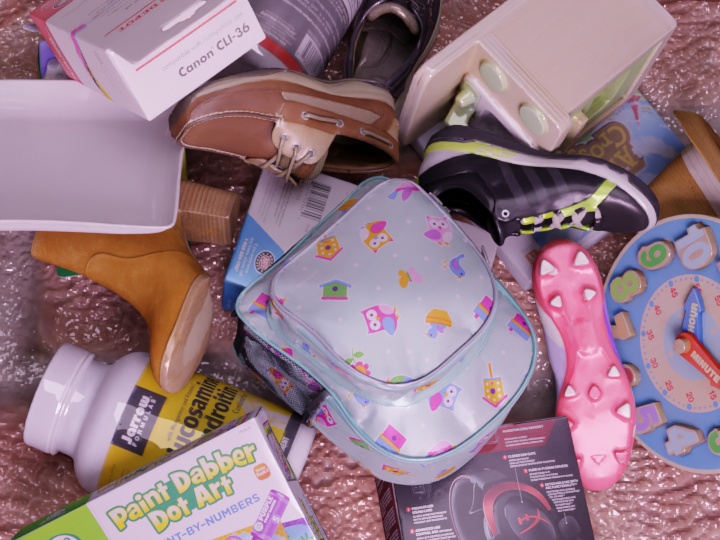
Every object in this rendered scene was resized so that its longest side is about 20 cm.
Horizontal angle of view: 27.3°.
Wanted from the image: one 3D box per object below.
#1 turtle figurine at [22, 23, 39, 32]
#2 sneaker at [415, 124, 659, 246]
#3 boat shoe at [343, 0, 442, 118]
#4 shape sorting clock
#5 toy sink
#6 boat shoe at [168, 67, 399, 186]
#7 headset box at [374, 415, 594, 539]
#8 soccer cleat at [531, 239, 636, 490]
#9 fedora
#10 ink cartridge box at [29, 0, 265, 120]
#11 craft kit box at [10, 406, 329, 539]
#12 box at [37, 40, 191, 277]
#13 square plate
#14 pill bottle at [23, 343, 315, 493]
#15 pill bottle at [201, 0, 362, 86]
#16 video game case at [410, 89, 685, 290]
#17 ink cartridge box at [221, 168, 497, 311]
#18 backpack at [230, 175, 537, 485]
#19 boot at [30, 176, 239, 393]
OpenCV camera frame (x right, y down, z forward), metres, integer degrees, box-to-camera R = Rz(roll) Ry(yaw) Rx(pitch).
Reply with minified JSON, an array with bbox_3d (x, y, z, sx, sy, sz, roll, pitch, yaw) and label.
[{"bbox_3d":[-0.199,-0.273,1.231,0.193,0.200,0.145,-5,98,-16],"label":"turtle figurine"},{"bbox_3d":[0.132,-0.048,1.168,0.199,0.072,0.083,15,63,12],"label":"sneaker"},{"bbox_3d":[0.029,-0.209,1.280,0.072,0.065,0.201,20,67,2],"label":"boat shoe"},{"bbox_3d":[0.257,0.057,1.143,0.039,0.200,0.201,-2,65,-42],"label":"shape sorting clock"},{"bbox_3d":[0.143,-0.151,1.216,0.200,0.130,0.112,-38,78,-20],"label":"toy sink"},{"bbox_3d":[-0.049,-0.107,1.149,0.199,0.076,0.074,-5,65,-33],"label":"boat shoe"},{"bbox_3d":[0.097,0.203,1.121,0.148,0.075,0.201,-7,70,-11],"label":"headset box"},{"bbox_3d":[0.179,0.074,1.191,0.066,0.076,0.201,-12,90,6],"label":"soccer cleat"},{"bbox_3d":[0.294,-0.036,1.219,0.082,0.200,0.201,-35,74,17],"label":"fedora"},{"bbox_3d":[-0.155,-0.183,1.122,0.116,0.068,0.200,-38,35,-15],"label":"ink cartridge box"},{"bbox_3d":[-0.112,0.227,1.031,0.199,0.049,0.198,-28,92,6],"label":"craft kit box"},{"bbox_3d":[-0.201,-0.094,1.213,0.117,0.048,0.201,-5,71,-9],"label":"box"},{"bbox_3d":[-0.230,-0.085,1.126,0.197,0.029,0.201,1,38,-1],"label":"square plate"},{"bbox_3d":[-0.142,0.128,1.098,0.199,0.112,0.113,21,67,0],"label":"pill bottle"},{"bbox_3d":[-0.061,-0.233,1.250,0.115,0.116,0.201,26,67,3],"label":"pill bottle"},{"bbox_3d":[0.165,-0.107,1.282,0.199,0.022,0.182,-33,76,-18],"label":"video game case"},{"bbox_3d":[0.000,0.000,1.192,0.199,0.068,0.117,18,67,0],"label":"ink cartridge box"},{"bbox_3d":[0.027,0.048,1.064,0.176,0.153,0.200,-41,84,-22],"label":"backpack"},{"bbox_3d":[-0.178,0.002,1.106,0.143,0.071,0.202,7,47,5],"label":"boot"}]
